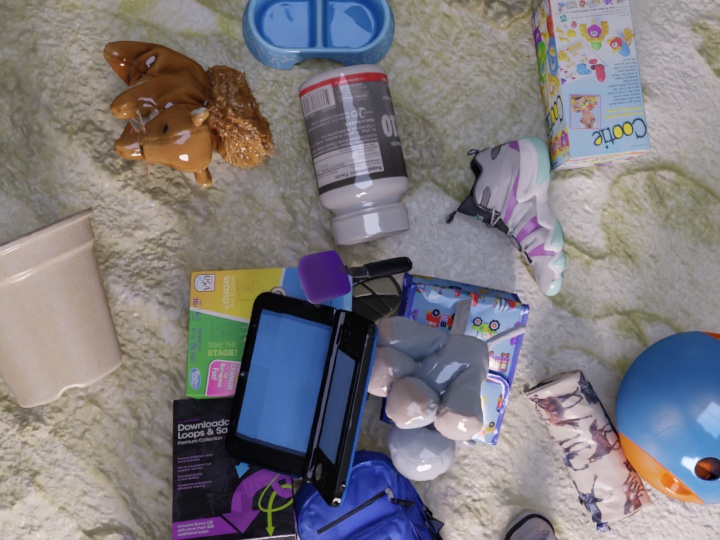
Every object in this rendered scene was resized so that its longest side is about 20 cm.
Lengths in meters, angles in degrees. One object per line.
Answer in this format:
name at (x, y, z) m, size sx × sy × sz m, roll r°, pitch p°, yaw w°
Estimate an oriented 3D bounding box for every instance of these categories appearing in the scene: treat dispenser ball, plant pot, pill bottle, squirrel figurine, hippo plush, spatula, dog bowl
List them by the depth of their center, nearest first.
hippo plush at (0.072, 0.145, 1.225) m, size 0.157 × 0.162 × 0.201 m, roll 25°, pitch 43°, yaw 9°
plant pot at (-0.373, 0.050, 1.241) m, size 0.198 × 0.200 × 0.186 m, roll -22°, pitch 100°, yaw -4°
squirrel figurine at (-0.194, -0.179, 1.247) m, size 0.197 × 0.187 × 0.144 m, roll -6°, pitch 117°, yaw -23°
spatula at (0.000, 0.000, 1.253) m, size 0.020 × 0.199 × 0.057 m, roll -29°, pitch 77°, yaw 36°
treat dispenser ball at (0.404, 0.173, 1.258) m, size 0.197 × 0.201 × 0.205 m, roll 0°, pitch 87°, yaw -3°
pill bottle at (-0.004, -0.139, 1.298) m, size 0.112 × 0.114 × 0.203 m, roll -12°, pitch 88°, yaw -4°
dog bowl at (-0.053, -0.315, 1.337) m, size 0.196 × 0.050 × 0.114 m, roll 0°, pitch 87°, yaw -3°

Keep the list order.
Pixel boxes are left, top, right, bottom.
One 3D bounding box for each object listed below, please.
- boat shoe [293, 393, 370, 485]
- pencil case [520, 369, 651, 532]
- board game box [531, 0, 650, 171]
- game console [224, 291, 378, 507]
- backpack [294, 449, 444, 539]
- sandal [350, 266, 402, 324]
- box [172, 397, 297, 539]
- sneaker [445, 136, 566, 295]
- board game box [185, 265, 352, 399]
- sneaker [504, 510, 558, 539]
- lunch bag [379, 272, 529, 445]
boat shoe at (-0.038, 0.175, 1.296) m, size 0.071 × 0.076 × 0.202 m, roll 31°, pitch 86°, yaw -1°
pencil case at (0.276, 0.217, 1.311) m, size 0.089 × 0.078 × 0.202 m, roll -28°, pitch 88°, yaw 20°
board game box at (0.285, -0.237, 1.324) m, size 0.103 × 0.103 × 0.204 m, roll -6°, pitch 87°, yaw -4°
game console at (-0.070, 0.138, 1.176) m, size 0.116 × 0.171 × 0.203 m, roll 11°, pitch 91°, yaw -14°
backpack at (0.019, 0.317, 1.247) m, size 0.161 × 0.168 × 0.202 m, roll -28°, pitch 91°, yaw -10°
sandal at (-0.040, 0.063, 1.314) m, size 0.199 × 0.057 × 0.080 m, roll -31°, pitch 72°, yaw 5°
box at (-0.152, 0.236, 1.253) m, size 0.140 × 0.036 × 0.202 m, roll -6°, pitch 49°, yaw -4°
sneaker at (0.176, -0.060, 1.328) m, size 0.137 × 0.078 × 0.203 m, roll -9°, pitch 78°, yaw -2°
board game box at (-0.109, 0.075, 1.276) m, size 0.197 × 0.040 × 0.156 m, roll -3°, pitch 78°, yaw 13°
sneaker at (0.190, 0.395, 1.277) m, size 0.074 × 0.115 × 0.203 m, roll 21°, pitch 86°, yaw -1°
lunch bag at (0.111, 0.120, 1.314) m, size 0.148 × 0.094 × 0.203 m, roll 10°, pitch 98°, yaw -4°
